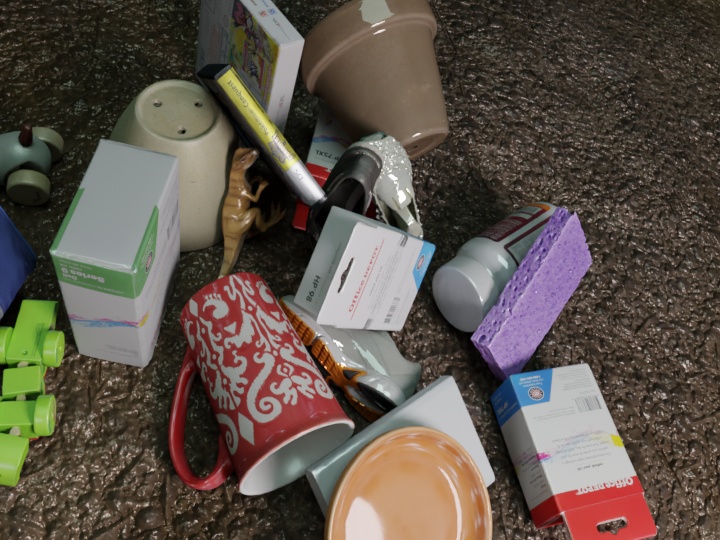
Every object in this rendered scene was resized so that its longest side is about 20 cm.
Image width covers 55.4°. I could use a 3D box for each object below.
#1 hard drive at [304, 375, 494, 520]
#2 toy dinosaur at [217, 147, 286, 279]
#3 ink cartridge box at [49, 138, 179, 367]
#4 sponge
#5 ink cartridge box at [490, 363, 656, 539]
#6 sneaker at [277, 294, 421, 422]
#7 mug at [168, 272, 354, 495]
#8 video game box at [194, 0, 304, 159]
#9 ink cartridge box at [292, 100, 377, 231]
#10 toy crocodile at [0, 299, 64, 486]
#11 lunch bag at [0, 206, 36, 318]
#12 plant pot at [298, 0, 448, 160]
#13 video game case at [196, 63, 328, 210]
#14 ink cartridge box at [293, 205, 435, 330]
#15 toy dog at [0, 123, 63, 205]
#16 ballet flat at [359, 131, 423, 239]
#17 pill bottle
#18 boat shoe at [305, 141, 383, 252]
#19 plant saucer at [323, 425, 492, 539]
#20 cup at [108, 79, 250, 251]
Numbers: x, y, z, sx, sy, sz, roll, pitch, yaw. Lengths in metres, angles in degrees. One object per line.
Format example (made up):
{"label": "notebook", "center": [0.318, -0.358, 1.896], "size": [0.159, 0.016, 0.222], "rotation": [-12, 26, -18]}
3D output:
{"label": "hard drive", "center": [0.049, 0.221, 0.741], "size": [0.198, 0.026, 0.134], "rotation": [-27, 96, -30]}
{"label": "toy dinosaur", "center": [-0.153, -0.055, 0.855], "size": [0.060, 0.205, 0.105], "rotation": [19, 16, 35]}
{"label": "ink cartridge box", "center": [-0.249, -0.011, 0.728], "size": [0.085, 0.201, 0.148], "rotation": [11, 56, -5]}
{"label": "sponge", "center": [0.217, 0.034, 0.852], "size": [0.030, 0.112, 0.202], "rotation": [26, 75, 40]}
{"label": "ink cartridge box", "center": [0.243, 0.220, 0.797], "size": [0.113, 0.068, 0.204], "rotation": [-5, 59, -19]}
{"label": "sneaker", "center": [-0.014, 0.092, 0.818], "size": [0.199, 0.076, 0.092], "rotation": [40, 48, 2]}
{"label": "mug", "center": [-0.126, 0.119, 0.726], "size": [0.174, 0.135, 0.202], "rotation": [-17, 61, -27]}
{"label": "video game box", "center": [-0.158, -0.287, 0.934], "size": [0.046, 0.201, 0.184], "rotation": [-24, 67, -30]}
{"label": "ink cartridge box", "center": [-0.021, -0.141, 0.961], "size": [0.114, 0.068, 0.203], "rotation": [15, 55, -8]}
{"label": "toy crocodile", "center": [-0.346, 0.117, 0.707], "size": [0.066, 0.062, 0.203], "rotation": [1, 53, -15]}
{"label": "lunch bag", "center": [-0.451, -0.001, 0.682], "size": [0.195, 0.137, 0.134], "rotation": [5, 52, 15]}
{"label": "plant pot", "center": [0.032, -0.235, 0.902], "size": [0.197, 0.200, 0.178], "rotation": [-21, 85, -27]}
{"label": "video game case", "center": [-0.124, -0.167, 0.831], "size": [0.025, 0.200, 0.182], "rotation": [-39, 114, -4]}
{"label": "ink cartridge box", "center": [0.000, 0.000, 0.776], "size": [0.066, 0.118, 0.199], "rotation": [27, 7, 29]}
{"label": "toy dog", "center": [-0.455, -0.142, 0.813], "size": [0.196, 0.097, 0.134], "rotation": [-16, 63, -25]}
{"label": "ballet flat", "center": [0.049, -0.090, 0.869], "size": [0.070, 0.201, 0.073], "rotation": [-8, 57, 12]}
{"label": "pill bottle", "center": [0.193, -0.005, 0.911], "size": [0.198, 0.110, 0.110], "rotation": [-30, 69, -31]}
{"label": "boat shoe", "center": [-0.029, -0.069, 0.828], "size": [0.066, 0.201, 0.058], "rotation": [25, 49, -5]}
{"label": "plant saucer", "center": [0.048, 0.263, 0.699], "size": [0.196, 0.037, 0.206], "rotation": [5, 80, -29]}
{"label": "cup", "center": [-0.229, -0.148, 0.857], "size": [0.195, 0.144, 0.204], "rotation": [7, 56, -11]}
